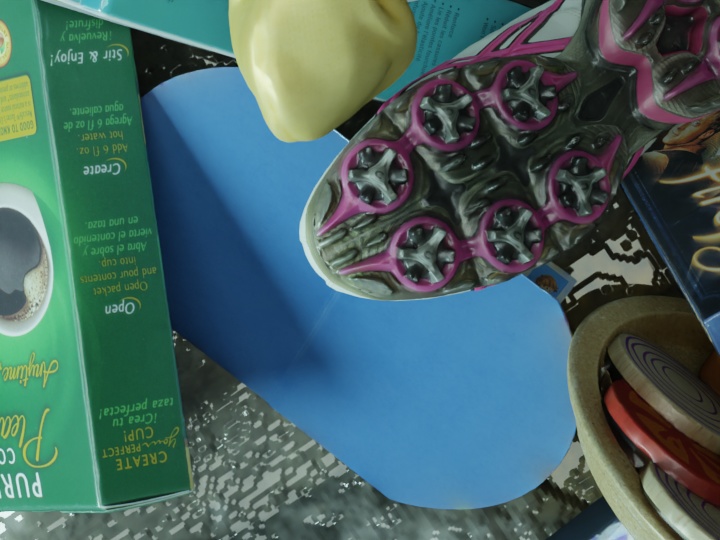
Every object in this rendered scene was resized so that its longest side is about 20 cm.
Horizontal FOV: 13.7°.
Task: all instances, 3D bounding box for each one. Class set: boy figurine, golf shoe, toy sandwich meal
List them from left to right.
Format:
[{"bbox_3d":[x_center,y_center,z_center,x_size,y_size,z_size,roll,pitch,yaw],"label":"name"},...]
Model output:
[{"bbox_3d":[-0.020,-0.142,0.920,0.124,0.064,0.201,-10,94,33],"label":"boy figurine"},{"bbox_3d":[0.054,-0.044,1.010,0.200,0.092,0.073,-33,96,-30],"label":"golf shoe"},{"bbox_3d":[0.164,0.060,1.013,0.205,0.205,0.070,35,118,2],"label":"toy sandwich meal"}]

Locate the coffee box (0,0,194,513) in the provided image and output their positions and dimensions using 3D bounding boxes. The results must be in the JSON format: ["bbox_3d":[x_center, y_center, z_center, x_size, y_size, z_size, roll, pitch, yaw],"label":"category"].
[{"bbox_3d":[-0.121,-0.012,1.095,0.044,0.123,0.201,-8,89,-37],"label":"coffee box"}]

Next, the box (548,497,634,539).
[{"bbox_3d":[0.114,0.191,1.079,0.148,0.107,0.200,-38,88,4],"label":"box"}]

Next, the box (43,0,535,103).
[{"bbox_3d":[-0.030,-0.095,1.044,0.082,0.199,0.049,20,95,47],"label":"box"}]

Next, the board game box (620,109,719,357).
[{"bbox_3d":[0.154,-0.052,1.039,0.135,0.200,0.035,-29,121,4],"label":"board game box"}]

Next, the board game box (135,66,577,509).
[{"bbox_3d":[0.000,0.000,1.093,0.200,0.158,0.039,38,53,5],"label":"board game box"}]
